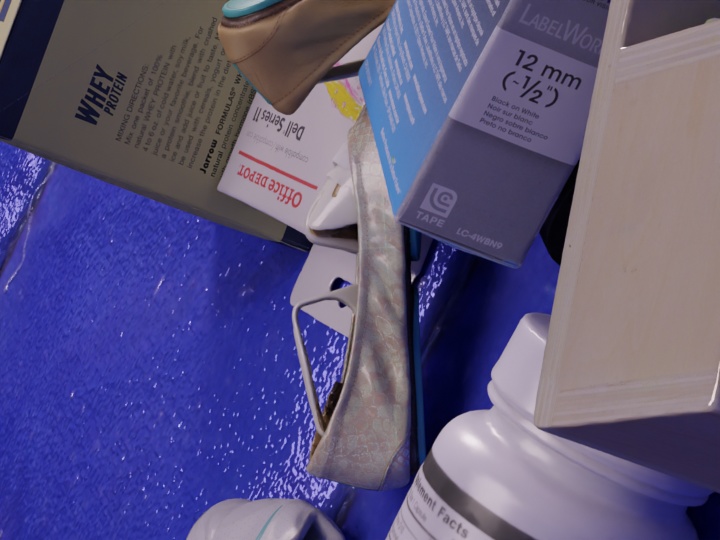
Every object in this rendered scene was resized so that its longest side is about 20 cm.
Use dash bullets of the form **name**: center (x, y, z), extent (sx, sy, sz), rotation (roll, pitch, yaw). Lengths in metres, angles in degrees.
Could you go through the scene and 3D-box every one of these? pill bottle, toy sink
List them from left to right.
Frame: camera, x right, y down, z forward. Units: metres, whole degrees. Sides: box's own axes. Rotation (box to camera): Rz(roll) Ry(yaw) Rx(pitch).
- **pill bottle**: center (0.062, 0.126, 1.067), extent (0.200, 0.114, 0.114), rotation (-64, 29, 11)
- **toy sink**: center (0.160, -0.024, 0.975), extent (0.112, 0.130, 0.200), rotation (-13, 61, 57)

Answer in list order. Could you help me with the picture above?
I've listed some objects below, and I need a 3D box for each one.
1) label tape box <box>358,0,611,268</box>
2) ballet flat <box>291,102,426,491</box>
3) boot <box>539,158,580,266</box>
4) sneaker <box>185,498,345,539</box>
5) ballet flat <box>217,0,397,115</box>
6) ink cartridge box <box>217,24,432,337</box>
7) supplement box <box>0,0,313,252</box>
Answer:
- **label tape box**: center (0.075, -0.123, 1.137), extent (0.200, 0.066, 0.143), rotation (-60, 20, 23)
- **ballet flat**: center (0.000, 0.000, 1.254), extent (0.067, 0.062, 0.200), rotation (97, 174, -83)
- **boot**: center (0.128, -0.118, 1.187), extent (0.188, 0.068, 0.200), rotation (-60, 21, 30)
- **sneaker**: center (-0.057, 0.198, 1.276), extent (0.080, 0.070, 0.201), rotation (-16, 58, 53)
- **ballet flat**: center (0.030, -0.138, 1.253), extent (0.200, 0.063, 0.069), rotation (-30, 16, -3)
- **ink cartridge box**: center (-0.001, -0.072, 1.348), extent (0.117, 0.067, 0.200), rotation (26, 95, 61)
- **supplement box**: center (-0.102, -0.141, 1.428), extent (0.134, 0.200, 0.200), rotation (20, 90, 61)
